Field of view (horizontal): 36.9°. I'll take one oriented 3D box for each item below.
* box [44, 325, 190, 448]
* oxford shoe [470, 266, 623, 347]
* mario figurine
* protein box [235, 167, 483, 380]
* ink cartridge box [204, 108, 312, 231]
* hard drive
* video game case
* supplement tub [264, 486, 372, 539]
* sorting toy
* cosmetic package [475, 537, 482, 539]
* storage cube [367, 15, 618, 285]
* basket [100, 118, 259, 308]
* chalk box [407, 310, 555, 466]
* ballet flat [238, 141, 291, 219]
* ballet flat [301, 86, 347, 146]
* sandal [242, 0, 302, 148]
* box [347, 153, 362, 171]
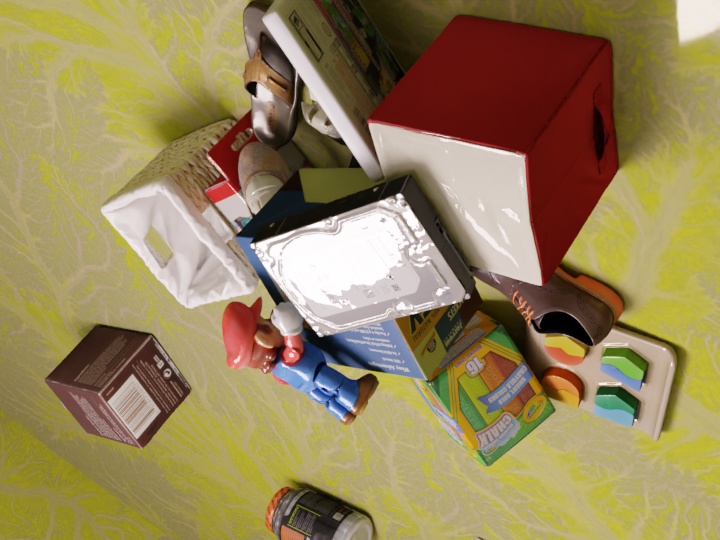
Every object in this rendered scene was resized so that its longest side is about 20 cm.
[{"bbox_3d":[-0.488,0.232,2.176,0.199,0.164,0.166,6,137,42],"label":"box"},{"bbox_3d":[0.208,0.028,1.285,0.199,0.073,0.071,23,146,25],"label":"oxford shoe"},{"bbox_3d":[-0.070,0.091,1.272,0.199,0.106,0.124,33,114,-6],"label":"mario figurine"},{"bbox_3d":[0.000,0.000,1.259,0.198,0.135,0.201,5,134,43],"label":"protein box"},{"bbox_3d":[-0.119,-0.102,1.418,0.200,0.116,0.067,50,147,-17],"label":"ink cartridge box"},{"bbox_3d":[0.001,-0.008,1.096,0.199,0.038,0.140,-16,122,34],"label":"hard drive"},{"bbox_3d":[-0.013,-0.216,1.110,0.023,0.183,0.200,-22,117,29],"label":"video game case"},{"bbox_3d":[-0.086,0.514,2.158,0.199,0.123,0.123,19,143,30],"label":"supplement tub"},{"bbox_3d":[0.292,0.128,1.361,0.199,0.037,0.186,24,145,24],"label":"sorting toy"},{"bbox_3d":[0.277,0.561,1.891,0.199,0.074,0.102,19,143,28],"label":"cosmetic package"},{"bbox_3d":[0.135,-0.122,1.071,0.199,0.180,0.172,17,142,30],"label":"storage cube"},{"bbox_3d":[-0.218,-0.077,1.509,0.199,0.161,0.199,-12,122,51],"label":"basket"},{"bbox_3d":[0.161,0.164,1.426,0.200,0.125,0.124,54,171,-23],"label":"chalk box"},{"bbox_3d":[-0.103,-0.061,1.334,0.067,0.068,0.201,-95,-13,-77],"label":"ballet flat"},{"bbox_3d":[-0.038,-0.206,1.248,0.068,0.069,0.201,22,145,25],"label":"ballet flat"},{"bbox_3d":[-0.115,-0.227,1.304,0.081,0.055,0.201,24,136,16],"label":"sandal"},{"bbox_3d":[0.056,-0.093,1.286,0.141,0.079,0.200,38,148,9],"label":"box"}]
